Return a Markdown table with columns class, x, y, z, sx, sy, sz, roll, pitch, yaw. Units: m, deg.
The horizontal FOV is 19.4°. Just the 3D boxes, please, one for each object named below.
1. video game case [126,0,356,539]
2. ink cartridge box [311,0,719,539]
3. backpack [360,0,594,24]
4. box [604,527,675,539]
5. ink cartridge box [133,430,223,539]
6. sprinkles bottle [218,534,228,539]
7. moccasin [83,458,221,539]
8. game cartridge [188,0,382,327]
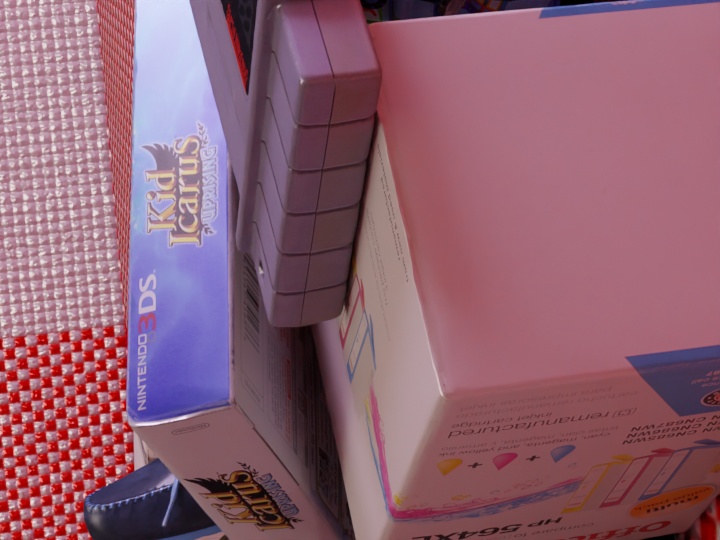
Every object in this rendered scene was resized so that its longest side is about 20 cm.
| class | x | y | z | sx | sy | sz | roll | pitch | yaw |
| --- | --- | --- | --- | --- | --- | --- | --- | --- | --- |
| video game case | -0.036 | 0.013 | 0.825 | 0.181 | 0.045 | 0.201 | 57 | -155 | -52 |
| ink cartridge box | 0.059 | 0.016 | 0.706 | 0.200 | 0.128 | 0.126 | 105 | 156 | -63 |
| backpack | 0.017 | -0.139 | 0.817 | 0.183 | 0.134 | 0.201 | -112 | 19 | -51 |
| box | 0.101 | 0.186 | 0.779 | 0.159 | 0.046 | 0.201 | 92 | 167 | -45 |
| ink cartridge box | -0.069 | 0.075 | 1.310 | 0.201 | 0.146 | 0.083 | 97 | 164 | -46 |
| sprinkles bottle | -0.034 | 0.154 | 1.003 | 0.200 | 0.068 | 0.069 | 150 | 114 | -77 |
| moccasin | -0.057 | 0.085 | 1.111 | 0.080 | 0.199 | 0.069 | 27 | 137 | 66 |
| game cartridge | -0.036 | -0.099 | 0.698 | 0.130 | 0.038 | 0.201 | 94 | 164 | -54 |
